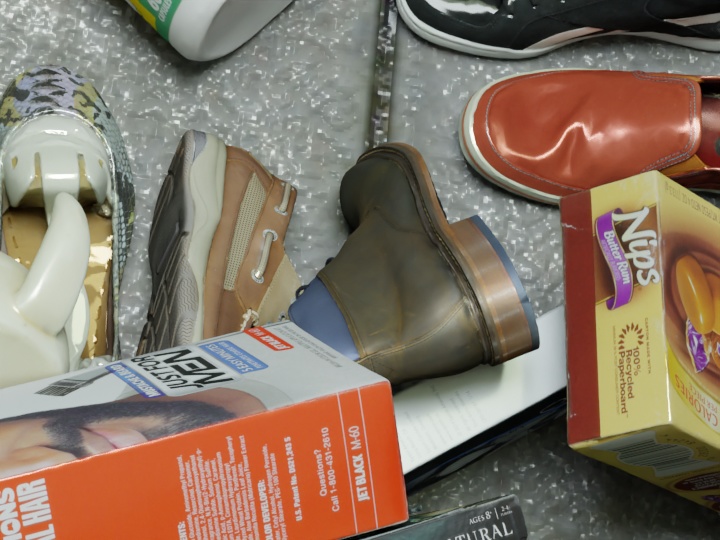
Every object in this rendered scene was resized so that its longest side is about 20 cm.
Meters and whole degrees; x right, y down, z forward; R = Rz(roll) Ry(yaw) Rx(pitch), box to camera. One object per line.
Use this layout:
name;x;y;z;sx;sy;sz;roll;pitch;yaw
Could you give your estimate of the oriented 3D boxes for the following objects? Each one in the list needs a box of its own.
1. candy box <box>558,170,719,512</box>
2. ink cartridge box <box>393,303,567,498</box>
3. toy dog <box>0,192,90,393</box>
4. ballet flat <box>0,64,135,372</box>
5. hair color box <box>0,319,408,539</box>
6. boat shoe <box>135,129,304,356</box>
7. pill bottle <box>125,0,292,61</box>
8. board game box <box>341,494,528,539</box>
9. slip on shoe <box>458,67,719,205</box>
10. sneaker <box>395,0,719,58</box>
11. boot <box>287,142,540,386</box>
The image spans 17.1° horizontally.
candy box;0.165;0.044;1.080;0.200;0.056;0.117;25;57;-46
ink cartridge box;0.017;0.080;1.080;0.200;0.099;0.039;-26;79;-17
toy dog;-0.212;0.016;1.029;0.139;0.200;0.194;24;105;-35
ballet flat;-0.137;-0.013;1.106;0.072;0.072;0.201;1;69;-9
hair color box;-0.096;0.079;0.922;0.200;0.111;0.064;-15;107;-20
boat shoe;-0.058;0.016;1.083;0.072;0.076;0.200;17;45;-15
pill bottle;-0.111;-0.206;1.161;0.113;0.113;0.200;-42;81;-21
board game box;-0.049;0.130;0.950;0.200;0.135;0.028;-13;86;-30
slip on shoe;0.148;-0.070;1.181;0.200;0.061;0.074;4;70;-7
sneaker;0.122;-0.160;1.183;0.200;0.112;0.073;-2;69;-10
boot;0.000;0.000;1.076;0.097;0.200;0.075;-23;113;-9
